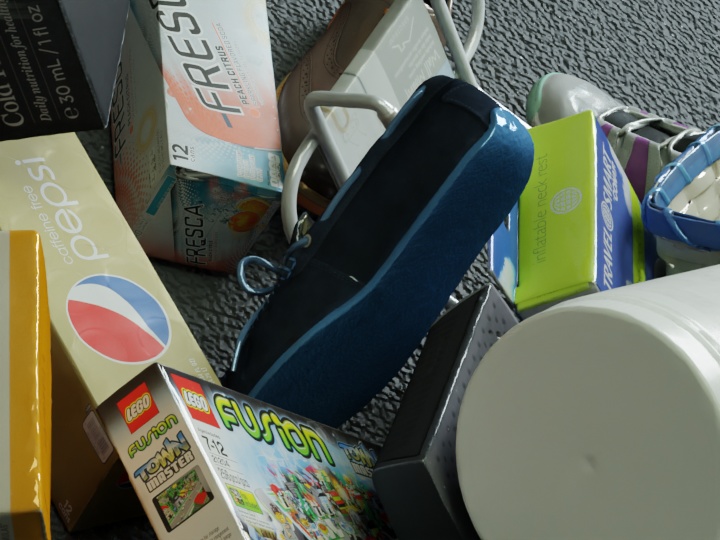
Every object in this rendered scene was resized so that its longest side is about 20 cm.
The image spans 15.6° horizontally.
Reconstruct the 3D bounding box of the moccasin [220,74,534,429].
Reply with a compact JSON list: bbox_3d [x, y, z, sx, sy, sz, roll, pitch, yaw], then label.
[{"bbox_3d":[0.000,0.000,1.200,0.068,0.200,0.080,48,9,37],"label":"moccasin"}]

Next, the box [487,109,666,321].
[{"bbox_3d":[0.121,0.019,1.272,0.122,0.048,0.200,-86,152,-45],"label":"box"}]

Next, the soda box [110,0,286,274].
[{"bbox_3d":[-0.085,-0.098,1.309,0.063,0.068,0.200,13,47,-24],"label":"soda box"}]

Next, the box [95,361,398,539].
[{"bbox_3d":[-0.024,0.110,1.110,0.200,0.035,0.110,25,31,-59],"label":"box"}]

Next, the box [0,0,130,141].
[{"bbox_3d":[-0.219,-0.158,1.121,0.196,0.200,0.124,-6,45,12],"label":"box"}]

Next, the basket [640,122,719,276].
[{"bbox_3d":[0.218,-0.051,1.259,0.139,0.200,0.176,7,31,33],"label":"basket"}]

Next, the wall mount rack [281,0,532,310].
[{"bbox_3d":[0.047,-0.059,1.293,0.074,0.174,0.200,7,49,35],"label":"wall mount rack"}]

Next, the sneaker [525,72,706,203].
[{"bbox_3d":[0.189,-0.064,1.405,0.200,0.140,0.078,45,40,10],"label":"sneaker"}]

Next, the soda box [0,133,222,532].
[{"bbox_3d":[-0.135,0.014,1.176,0.068,0.064,0.200,-10,58,-39],"label":"soda box"}]

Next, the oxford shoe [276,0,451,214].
[{"bbox_3d":[0.004,-0.105,1.362,0.071,0.073,0.200,28,41,-9],"label":"oxford shoe"}]

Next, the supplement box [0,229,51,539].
[{"bbox_3d":[-0.219,0.058,1.005,0.199,0.074,0.126,-2,58,-4],"label":"supplement box"}]

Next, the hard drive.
[{"bbox_3d":[0.073,0.121,1.162,0.200,0.042,0.135,59,33,-27],"label":"hard drive"}]

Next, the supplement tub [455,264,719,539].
[{"bbox_3d":[0.144,0.066,1.113,0.132,0.132,0.200,50,29,17],"label":"supplement tub"}]
